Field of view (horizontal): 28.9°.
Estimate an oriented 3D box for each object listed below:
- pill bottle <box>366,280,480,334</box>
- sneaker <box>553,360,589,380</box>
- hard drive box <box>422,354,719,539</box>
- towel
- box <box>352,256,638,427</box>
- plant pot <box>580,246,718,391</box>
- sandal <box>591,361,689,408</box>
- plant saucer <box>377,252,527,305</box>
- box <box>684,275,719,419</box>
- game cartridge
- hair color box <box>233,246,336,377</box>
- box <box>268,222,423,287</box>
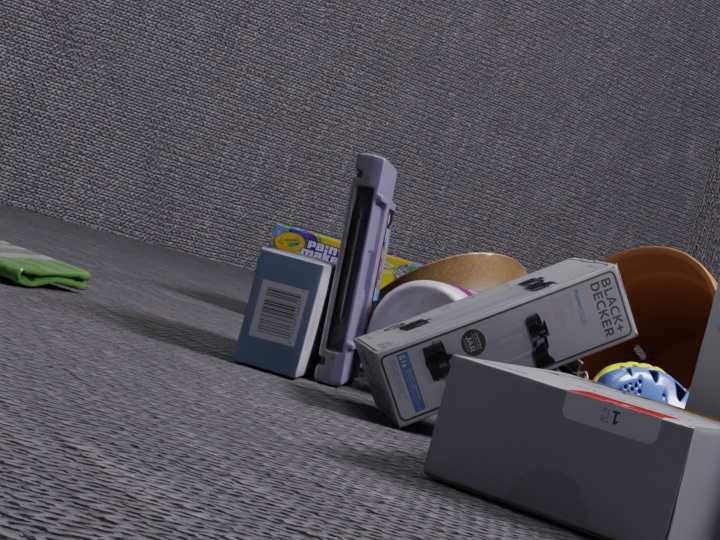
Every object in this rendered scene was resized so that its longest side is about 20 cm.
[{"bbox_3d":[0.095,0.072,1.310,0.112,0.113,0.200,16,1,27],"label":"pill bottle"},{"bbox_3d":[0.178,0.114,1.173,0.074,0.083,0.200,17,2,19],"label":"sneaker"},{"bbox_3d":[0.155,0.116,0.881,0.155,0.077,0.200,16,1,28],"label":"hard drive box"},{"bbox_3d":[-0.382,-0.017,1.365,0.199,0.031,0.149,19,4,17],"label":"towel"},{"bbox_3d":[0.103,0.052,1.092,0.199,0.061,0.117,-21,6,-8],"label":"box"},{"bbox_3d":[0.290,0.096,1.345,0.140,0.201,0.200,35,-11,-38],"label":"plant pot"},{"bbox_3d":[0.263,0.136,1.117,0.199,0.080,0.087,24,6,-23],"label":"sandal"},{"bbox_3d":[0.086,0.057,1.435,0.199,0.200,0.036,15,43,-43],"label":"plant saucer"},{"bbox_3d":[0.337,0.102,0.956,0.130,0.201,0.199,15,1,-26],"label":"box"},{"bbox_3d":[0.000,0.000,1.258,0.038,0.202,0.130,11,1,11],"label":"game cartridge"},{"bbox_3d":[-0.057,0.036,1.260,0.060,0.100,0.200,15,1,7],"label":"hair color box"},{"bbox_3d":[-0.014,0.029,1.822,0.199,0.123,0.193,16,0,10],"label":"box"}]
